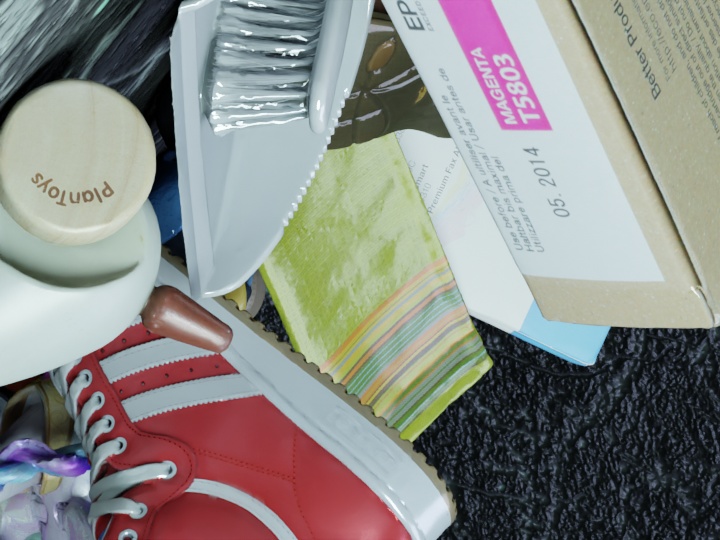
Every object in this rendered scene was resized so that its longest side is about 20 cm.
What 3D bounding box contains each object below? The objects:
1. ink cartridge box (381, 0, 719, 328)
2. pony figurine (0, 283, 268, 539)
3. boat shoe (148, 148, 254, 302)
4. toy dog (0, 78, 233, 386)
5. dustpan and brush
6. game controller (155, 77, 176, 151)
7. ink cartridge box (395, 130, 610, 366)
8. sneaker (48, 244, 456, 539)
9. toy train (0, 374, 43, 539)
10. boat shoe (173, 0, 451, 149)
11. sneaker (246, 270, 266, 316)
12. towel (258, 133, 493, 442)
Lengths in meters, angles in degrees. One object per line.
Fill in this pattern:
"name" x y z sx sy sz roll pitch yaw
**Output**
"ink cartridge box" 0.084 -0.108 0.929 0.075 0.200 0.165 1 -138 38
"pony figurine" -0.102 0.102 1.051 0.199 0.194 0.166 -18 -163 -42
"boat shoe" -0.086 -0.004 1.217 0.084 0.069 0.200 -37 -171 3
"toy dog" -0.117 0.038 0.881 0.200 0.096 0.132 -49 180 5
"dustpan and brush" -0.010 -0.101 0.932 0.140 0.057 0.201 89 11 -51
"game controller" -0.011 -0.127 1.197 0.200 0.042 0.104 -48 180 -26
"ink cartridge box" 0.031 -0.059 1.324 0.126 0.199 0.129 -64 -168 1
"sneaker" -0.078 0.060 0.946 0.113 0.200 0.071 -47 156 -19
"toy train" -0.150 0.056 1.213 0.114 0.085 0.200 -61 -179 -14
"boat shoe" 0.002 -0.093 1.105 0.199 0.068 0.072 -3 143 -45
"sneaker" -0.139 0.034 1.372 0.200 0.071 0.075 -35 156 27
"towel" 0.000 0.000 1.202 0.086 0.018 0.200 -46 138 -22
